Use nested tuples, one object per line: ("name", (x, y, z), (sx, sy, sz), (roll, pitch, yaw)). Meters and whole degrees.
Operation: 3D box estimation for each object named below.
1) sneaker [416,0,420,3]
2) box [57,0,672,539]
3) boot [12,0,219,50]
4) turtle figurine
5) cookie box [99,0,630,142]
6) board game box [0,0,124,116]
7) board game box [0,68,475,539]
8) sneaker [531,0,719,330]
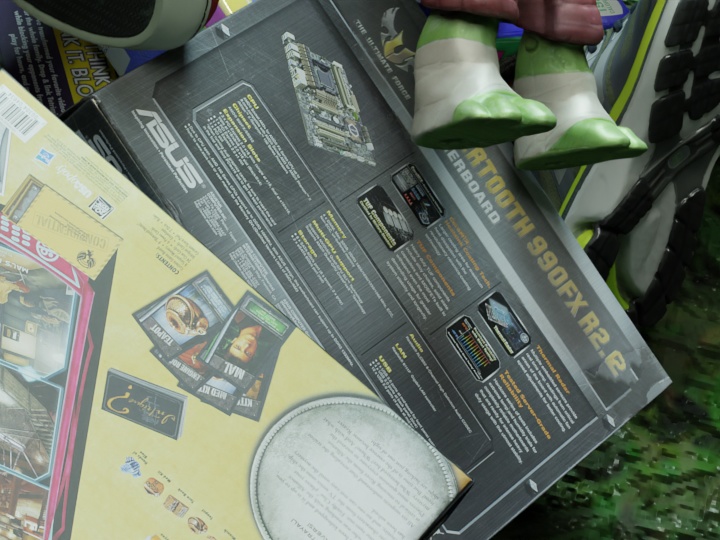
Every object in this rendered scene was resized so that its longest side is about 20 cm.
("sneaker", (0.006, -0.196, 1.138), (0.075, 0.085, 0.200), (-19, 58, -44))
("box", (0.000, 0.000, 1.010), (0.158, 0.048, 0.201), (-35, 91, -44))
("boot", (-0.079, -0.148, 1.034), (0.144, 0.073, 0.200), (-12, 40, -39))
("turtle figurine", (0.077, -0.141, 0.999), (0.198, 0.144, 0.196), (-3, 82, 3))
("cookie box", (-0.017, -0.127, 1.178), (0.199, 0.075, 0.172), (-8, 52, -38))
("board game box", (-0.176, -0.060, 1.136), (0.164, 0.057, 0.201), (-4, 47, -17))
("board game box", (-0.083, 0.049, 0.886), (0.200, 0.035, 0.135), (41, 59, 7))
("sneaker", (0.104, -0.071, 1.116), (0.074, 0.201, 0.081), (8, 24, -43))
